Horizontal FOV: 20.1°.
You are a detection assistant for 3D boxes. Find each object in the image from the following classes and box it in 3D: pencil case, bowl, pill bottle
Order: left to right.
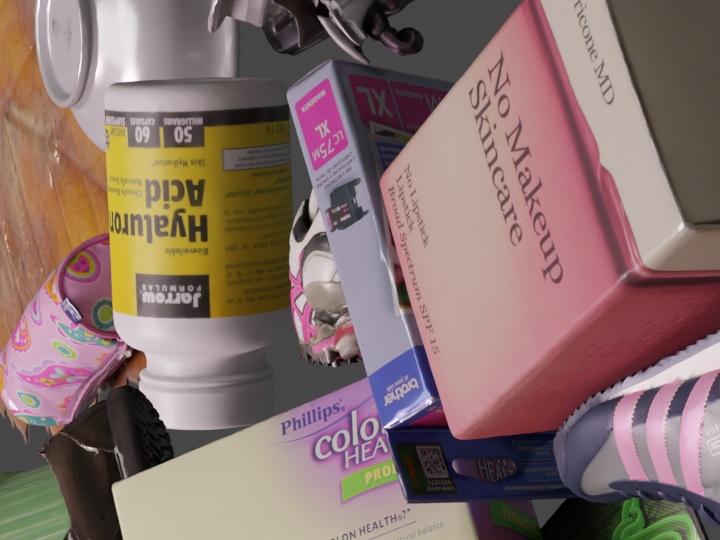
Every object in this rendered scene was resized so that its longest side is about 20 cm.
[{"bbox_3d":[-0.205,0.048,1.476,0.200,0.087,0.088,-43,56,56],"label":"pencil case"},{"bbox_3d":[-0.157,-0.157,1.334,0.201,0.090,0.203,17,110,61],"label":"bowl"},{"bbox_3d":[-0.094,-0.012,1.208,0.111,0.110,0.202,12,106,63],"label":"pill bottle"}]

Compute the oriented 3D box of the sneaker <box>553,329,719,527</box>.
[{"bbox_3d":[0.139,0.077,0.796,0.200,0.070,0.083,139,126,-60],"label":"sneaker"}]

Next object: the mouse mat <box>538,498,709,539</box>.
[{"bbox_3d":[0.118,0.180,0.930,0.200,0.007,0.162,-59,43,49],"label":"mouse mat"}]

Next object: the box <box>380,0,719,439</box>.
[{"bbox_3d":[0.104,-0.031,0.804,0.200,0.108,0.129,-50,50,55],"label":"box"}]

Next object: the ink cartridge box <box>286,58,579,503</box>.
[{"bbox_3d":[0.043,0.005,0.920,0.042,0.119,0.202,-32,64,40],"label":"ink cartridge box"}]

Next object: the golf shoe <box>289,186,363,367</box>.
[{"bbox_3d":[0.000,0.000,1.025,0.200,0.072,0.093,143,115,-84],"label":"golf shoe"}]

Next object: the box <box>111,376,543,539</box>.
[{"bbox_3d":[-0.001,0.169,0.955,0.175,0.097,0.202,-24,69,18],"label":"box"}]

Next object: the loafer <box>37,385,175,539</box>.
[{"bbox_3d":[-0.121,0.160,1.040,0.073,0.071,0.201,55,-162,-57],"label":"loafer"}]

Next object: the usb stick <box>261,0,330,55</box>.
[{"bbox_3d":[-0.006,-0.161,1.092,0.200,0.032,0.056,-16,87,63],"label":"usb stick"}]

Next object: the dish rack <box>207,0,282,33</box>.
[{"bbox_3d":[-0.018,-0.219,1.004,0.201,0.043,0.173,-73,2,-54],"label":"dish rack"}]

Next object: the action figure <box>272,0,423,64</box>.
[{"bbox_3d":[0.038,-0.148,0.911,0.069,0.130,0.199,46,141,-16],"label":"action figure"}]

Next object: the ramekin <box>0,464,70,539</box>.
[{"bbox_3d":[-0.168,0.212,1.311,0.097,0.200,0.202,-22,69,20],"label":"ramekin"}]

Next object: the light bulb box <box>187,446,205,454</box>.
[{"bbox_3d":[-0.047,0.218,1.139,0.198,0.124,0.202,-50,51,54],"label":"light bulb box"}]
